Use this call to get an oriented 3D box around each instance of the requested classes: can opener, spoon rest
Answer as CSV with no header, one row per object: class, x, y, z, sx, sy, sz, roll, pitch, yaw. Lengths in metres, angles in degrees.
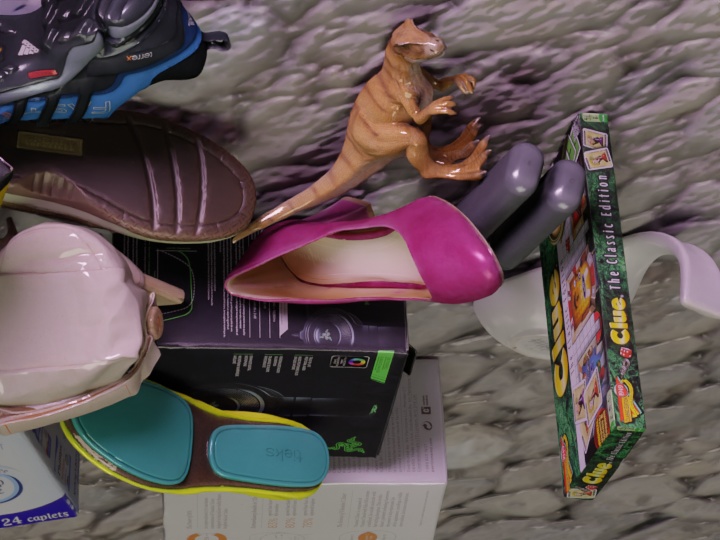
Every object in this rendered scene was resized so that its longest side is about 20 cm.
can opener,0.078,-0.034,1.336,0.052,0.067,0.200,19,163,-9
spoon rest,0.157,0.016,1.490,0.099,0.061,0.199,21,158,-35

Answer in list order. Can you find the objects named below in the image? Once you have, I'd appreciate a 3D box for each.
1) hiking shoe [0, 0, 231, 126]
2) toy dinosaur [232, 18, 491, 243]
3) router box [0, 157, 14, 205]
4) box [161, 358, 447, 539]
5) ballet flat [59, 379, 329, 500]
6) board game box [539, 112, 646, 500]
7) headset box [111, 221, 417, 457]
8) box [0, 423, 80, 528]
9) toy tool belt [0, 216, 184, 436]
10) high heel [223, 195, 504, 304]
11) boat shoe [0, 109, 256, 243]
hiking shoe,-0.173,-0.098,1.210,0.199,0.075,0.087,-17,144,26
toy dinosaur,0.014,-0.078,1.304,0.106,0.061,0.200,20,136,-14
router box,-0.272,0.015,1.169,0.051,0.200,0.149,45,161,0
box,-0.043,0.133,1.636,0.199,0.098,0.125,-1,152,-5
ballet flat,-0.113,0.111,1.429,0.199,0.067,0.067,15,161,-33
board game box,0.131,0.021,1.327,0.023,0.201,0.105,1,152,-9
headset box,-0.064,0.048,1.478,0.199,0.093,0.174,1,152,-8
box,-0.298,0.085,1.493,0.183,0.105,0.200,-10,144,10
toy tool belt,-0.210,0.032,1.336,0.199,0.126,0.123,-9,180,11
high heel,0.000,0.000,1.317,0.096,0.200,0.068,-32,118,-22
boat shoe,-0.161,-0.056,1.319,0.199,0.072,0.076,15,162,-14
